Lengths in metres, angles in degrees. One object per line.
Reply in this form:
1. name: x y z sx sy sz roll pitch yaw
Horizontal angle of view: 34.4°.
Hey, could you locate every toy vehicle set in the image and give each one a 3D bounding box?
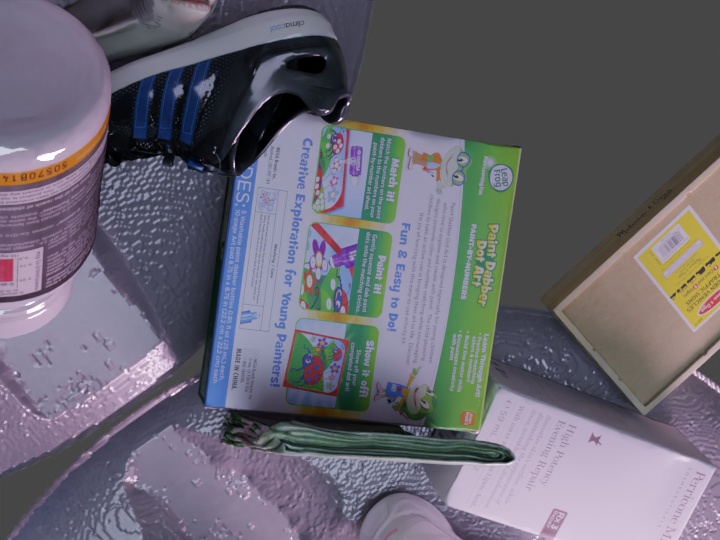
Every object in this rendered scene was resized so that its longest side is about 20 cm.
1. toy vehicle set: 0.248 0.000 0.878 0.200 0.027 0.124 -42 112 2

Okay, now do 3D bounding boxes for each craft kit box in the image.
1. craft kit box: 0.000 0.000 0.789 0.196 0.048 0.202 8 93 -13

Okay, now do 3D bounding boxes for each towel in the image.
1. towel: -0.007 0.111 0.766 0.151 0.200 0.024 7 82 -16

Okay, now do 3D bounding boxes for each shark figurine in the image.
1. shark figurine: -0.177 -0.165 0.711 0.212 0.128 0.090 -10 85 8

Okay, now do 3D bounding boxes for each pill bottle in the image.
1. pill bottle: -0.205 -0.051 0.660 0.115 0.117 0.200 5 146 -15

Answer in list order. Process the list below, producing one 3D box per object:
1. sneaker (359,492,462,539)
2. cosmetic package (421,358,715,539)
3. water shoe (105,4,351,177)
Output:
1. sneaker: 0.090 0.249 0.881 0.199 0.099 0.078 27 100 -20
2. cosmetic package: 0.157 0.147 0.879 0.199 0.074 0.102 20 102 -17
3. water shoe: -0.102 -0.091 0.709 0.199 0.071 0.080 -22 79 15
